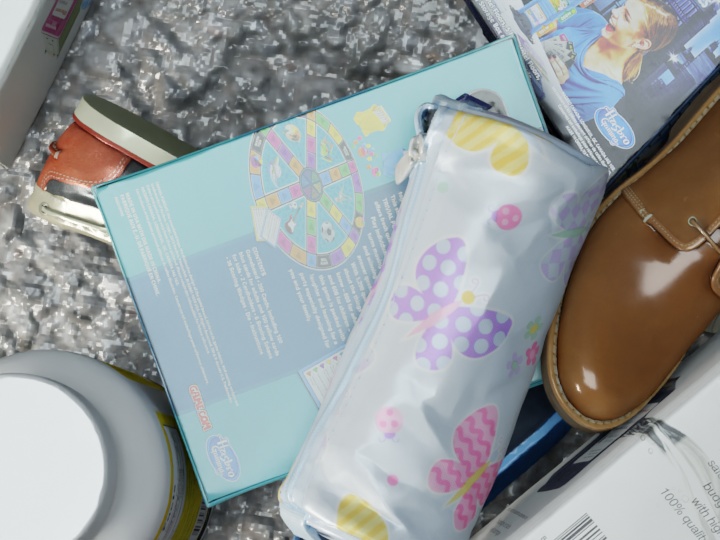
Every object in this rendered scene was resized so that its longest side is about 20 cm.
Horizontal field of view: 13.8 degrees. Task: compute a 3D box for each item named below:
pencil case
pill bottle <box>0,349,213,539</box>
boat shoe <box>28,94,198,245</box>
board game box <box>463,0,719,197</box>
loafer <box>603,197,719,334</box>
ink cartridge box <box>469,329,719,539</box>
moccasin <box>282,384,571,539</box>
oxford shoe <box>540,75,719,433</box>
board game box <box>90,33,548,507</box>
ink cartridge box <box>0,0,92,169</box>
[{"bbox_3d":[0.034,0.027,1.259,0.083,0.091,0.200,22,93,43],"label":"pencil case"},{"bbox_3d":[-0.133,0.092,1.326,0.111,0.200,0.112,-1,83,6],"label":"pill bottle"},{"bbox_3d":[-0.061,-0.008,1.395,0.200,0.071,0.063,31,99,4],"label":"boat shoe"},{"bbox_3d":[0.141,-0.167,1.393,0.200,0.062,0.200,-33,81,1],"label":"board game box"},{"bbox_3d":[0.168,0.000,1.367,0.200,0.070,0.070,-5,71,5],"label":"loafer"},{"bbox_3d":[0.149,0.131,1.301,0.200,0.084,0.145,-39,94,-4],"label":"ink cartridge box"},{"bbox_3d":[0.012,0.102,1.381,0.200,0.080,0.068,-38,76,-13],"label":"moccasin"},{"bbox_3d":[0.145,-0.017,1.290,0.071,0.071,0.200,40,70,-16],"label":"oxford shoe"},{"bbox_3d":[0.000,0.000,1.328,0.200,0.047,0.151,-20,91,0],"label":"board game box"},{"bbox_3d":[-0.197,-0.168,1.419,0.144,0.085,0.200,26,86,9],"label":"ink cartridge box"}]
